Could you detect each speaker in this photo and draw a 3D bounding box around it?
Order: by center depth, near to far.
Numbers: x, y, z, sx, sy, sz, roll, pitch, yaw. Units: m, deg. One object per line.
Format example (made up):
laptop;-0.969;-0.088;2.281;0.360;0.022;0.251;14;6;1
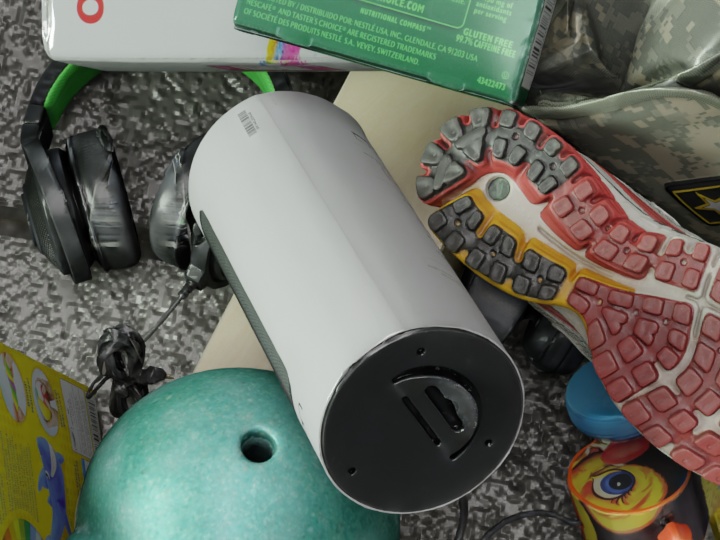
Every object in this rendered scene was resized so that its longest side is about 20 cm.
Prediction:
speaker;-0.005;0.007;0.995;0.081;0.082;0.200;-24;34;-5

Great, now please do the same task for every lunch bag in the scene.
lunch bag;0.179;-0.087;1.043;0.200;0.164;0.118;-40;43;21

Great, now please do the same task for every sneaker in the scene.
sneaker;0.114;0.009;1.013;0.200;0.082;0.078;45;100;15

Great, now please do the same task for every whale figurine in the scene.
whale figurine;-0.048;0.125;0.984;0.158;0.104;0.201;10;51;-5

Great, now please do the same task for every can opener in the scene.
can opener;0.120;-0.041;1.141;0.078;0.063;0.201;36;77;-11

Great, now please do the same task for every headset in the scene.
headset;-0.093;-0.033;1.124;0.123;0.094;0.201;2;64;5

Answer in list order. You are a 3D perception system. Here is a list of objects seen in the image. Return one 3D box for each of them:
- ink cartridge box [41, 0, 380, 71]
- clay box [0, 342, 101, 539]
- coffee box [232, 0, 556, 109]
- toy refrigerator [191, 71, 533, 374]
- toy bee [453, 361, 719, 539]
ink cartridge box;-0.029;-0.158;1.086;0.199;0.085;0.146;1;92;11
clay box;-0.151;0.091;1.040;0.047;0.200;0.116;-12;75;11
coffee box;0.035;-0.175;1.007;0.122;0.044;0.201;16;94;12
toy refrigerator;0.000;0.000;1.132;0.076;0.070;0.201;24;77;14
toy bee;0.129;0.092;1.084;0.200;0.131;0.109;-48;38;-4
